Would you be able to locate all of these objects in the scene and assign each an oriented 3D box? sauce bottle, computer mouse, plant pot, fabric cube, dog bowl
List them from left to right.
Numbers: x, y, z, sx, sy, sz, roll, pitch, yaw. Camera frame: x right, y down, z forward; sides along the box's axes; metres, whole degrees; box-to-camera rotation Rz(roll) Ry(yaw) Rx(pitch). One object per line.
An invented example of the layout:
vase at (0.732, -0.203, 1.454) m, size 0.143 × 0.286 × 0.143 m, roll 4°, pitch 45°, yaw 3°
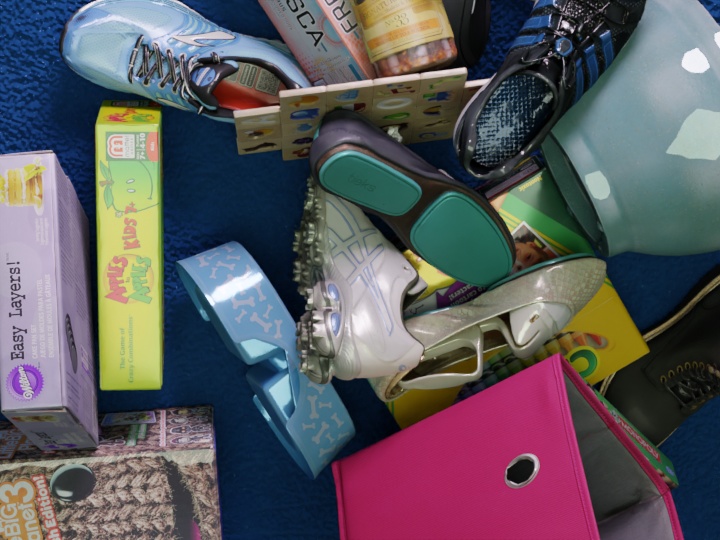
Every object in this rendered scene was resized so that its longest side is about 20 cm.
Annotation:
dog bowl at (-0.069, 0.065, 1.561) m, size 0.050 × 0.111 × 0.200 m, roll -32°, pitch 105°, yaw -10°
sauce bottle at (0.010, -0.234, 1.450) m, size 0.066 × 0.066 × 0.201 m, roll -21°, pitch 90°, yaw 1°
computer mouse at (0.032, -0.242, 1.500) m, size 0.140 × 0.046 × 0.200 m, roll 20°, pitch 125°, yaw 21°
fabric cube at (0.117, 0.218, 1.482) m, size 0.199 × 0.197 × 0.200 m, roll -27°, pitch 130°, yaw 18°
plant pot at (0.208, -0.091, 1.483) m, size 0.134 × 0.200 × 0.201 m, roll -27°, pitch 105°, yaw -4°

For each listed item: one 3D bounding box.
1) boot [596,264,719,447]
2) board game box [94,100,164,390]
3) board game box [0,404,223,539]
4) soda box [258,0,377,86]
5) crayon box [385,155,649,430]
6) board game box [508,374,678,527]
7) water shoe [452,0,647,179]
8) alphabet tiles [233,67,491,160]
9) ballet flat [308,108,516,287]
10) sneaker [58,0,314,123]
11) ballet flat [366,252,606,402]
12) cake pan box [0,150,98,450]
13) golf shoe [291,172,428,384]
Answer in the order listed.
boot at (0.255, 0.086, 1.572) m, size 0.077 × 0.138 × 0.200 m, roll 33°, pitch 101°, yaw -12°
board game box at (-0.172, -0.021, 1.531) m, size 0.047 × 0.102 × 0.201 m, roll 0°, pitch 104°, yaw -5°
board game box at (-0.207, 0.202, 1.588) m, size 0.199 × 0.097 × 0.160 m, roll -5°, pitch 105°, yaw -3°
soda box at (-0.034, -0.215, 1.492) m, size 0.068 × 0.064 × 0.200 m, roll -42°, pitch 104°, yaw -34°
crayon box at (0.096, 0.036, 1.588) m, size 0.200 × 0.058 × 0.173 m, roll -31°, pitch 105°, yaw 4°
board game box at (0.129, 0.174, 1.593) m, size 0.200 × 0.029 × 0.135 m, roll -33°, pitch 126°, yaw 20°
water shoe at (0.138, -0.143, 1.392) m, size 0.071 × 0.079 × 0.200 m, roll 31°, pitch 103°, yaw -8°
alphabet tiles at (0.007, -0.113, 1.495) m, size 0.199 × 0.166 × 0.006 m, roll -8°, pitch 78°, yaw -2°
ballet flat at (0.039, -0.059, 1.492) m, size 0.200 × 0.073 × 0.073 m, roll 31°, pitch 101°, yaw -35°
sneaker at (-0.124, -0.154, 1.506) m, size 0.199 × 0.090 × 0.079 m, roll 11°, pitch 104°, yaw -7°
ballet flat at (0.097, 0.049, 1.525) m, size 0.199 × 0.062 × 0.067 m, roll -21°, pitch 149°, yaw 7°
cake pan box at (-0.224, 0.027, 1.468) m, size 0.052 × 0.200 × 0.185 m, roll -3°, pitch 79°, yaw -1°
golf shoe at (0.000, 0.000, 1.520) m, size 0.097 × 0.200 × 0.078 m, roll 4°, pitch 144°, yaw -11°
